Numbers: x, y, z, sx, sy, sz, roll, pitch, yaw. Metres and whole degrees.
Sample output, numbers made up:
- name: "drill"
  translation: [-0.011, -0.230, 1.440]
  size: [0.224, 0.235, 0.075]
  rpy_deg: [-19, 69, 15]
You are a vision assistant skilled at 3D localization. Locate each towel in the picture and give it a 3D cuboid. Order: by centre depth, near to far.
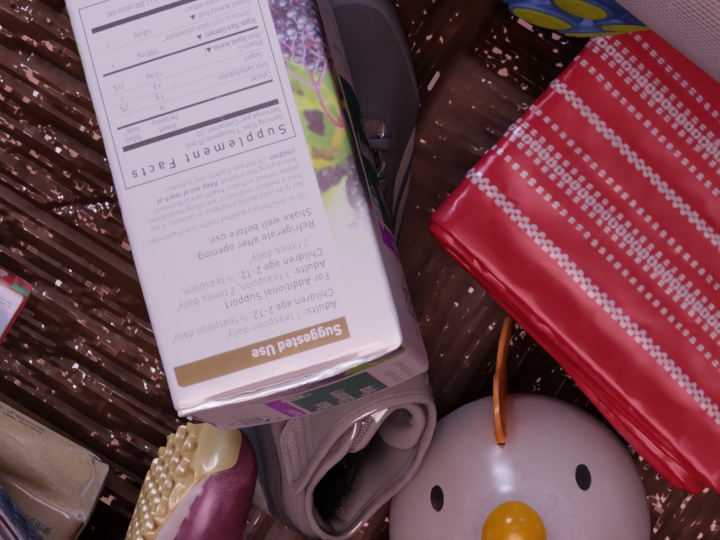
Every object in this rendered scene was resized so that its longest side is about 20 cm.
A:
- name: "towel"
  translation: [0.137, -0.037, 0.994]
  size: [0.145, 0.022, 0.200]
  rpy_deg: [43, 84, -4]

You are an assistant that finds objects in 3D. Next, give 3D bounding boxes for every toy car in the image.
- name: "toy car"
  translation: [0.059, 0.116, 0.985]
  size: [0.183, 0.177, 0.201]
  rpy_deg: [-11, 88, 6]

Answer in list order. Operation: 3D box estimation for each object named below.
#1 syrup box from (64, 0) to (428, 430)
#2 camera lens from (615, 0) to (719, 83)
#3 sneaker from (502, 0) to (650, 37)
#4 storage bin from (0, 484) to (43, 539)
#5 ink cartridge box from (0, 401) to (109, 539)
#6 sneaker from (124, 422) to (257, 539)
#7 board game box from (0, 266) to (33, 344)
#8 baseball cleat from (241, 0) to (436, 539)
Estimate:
- name: "syrup box"
  translation: [-0.043, -0.054, 0.925]
  size: [0.081, 0.079, 0.201]
  rpy_deg: [-17, 81, 6]
- name: "camera lens"
  translation: [0.135, -0.135, 0.833]
  size: [0.200, 0.160, 0.160]
  rpy_deg: [34, 102, -27]
- name: "sneaker"
  translation: [0.054, -0.129, 0.912]
  size: [0.199, 0.071, 0.083]
  rpy_deg: [20, 76, -32]
- name: "storage bin"
  translation: [-0.157, 0.134, 0.920]
  size: [0.135, 0.094, 0.200]
  rpy_deg: [-37, 98, -6]
- name: "ink cartridge box"
  translation: [-0.218, 0.099, 1.033]
  size: [0.199, 0.075, 0.165]
  rpy_deg: [31, 102, -5]
- name: "sneaker"
  translation: [-0.053, 0.141, 1.023]
  size: [0.090, 0.075, 0.201]
  rpy_deg: [18, 125, -4]
- name: "board game box"
  translation: [-0.224, -0.001, 0.961]
  size: [0.199, 0.019, 0.103]
  rpy_deg: [31, 99, -8]
- name: "baseball cleat"
  translation: [0.000, 0.000, 0.988]
  size: [0.069, 0.106, 0.201]
  rpy_deg: [-5, 110, -28]
